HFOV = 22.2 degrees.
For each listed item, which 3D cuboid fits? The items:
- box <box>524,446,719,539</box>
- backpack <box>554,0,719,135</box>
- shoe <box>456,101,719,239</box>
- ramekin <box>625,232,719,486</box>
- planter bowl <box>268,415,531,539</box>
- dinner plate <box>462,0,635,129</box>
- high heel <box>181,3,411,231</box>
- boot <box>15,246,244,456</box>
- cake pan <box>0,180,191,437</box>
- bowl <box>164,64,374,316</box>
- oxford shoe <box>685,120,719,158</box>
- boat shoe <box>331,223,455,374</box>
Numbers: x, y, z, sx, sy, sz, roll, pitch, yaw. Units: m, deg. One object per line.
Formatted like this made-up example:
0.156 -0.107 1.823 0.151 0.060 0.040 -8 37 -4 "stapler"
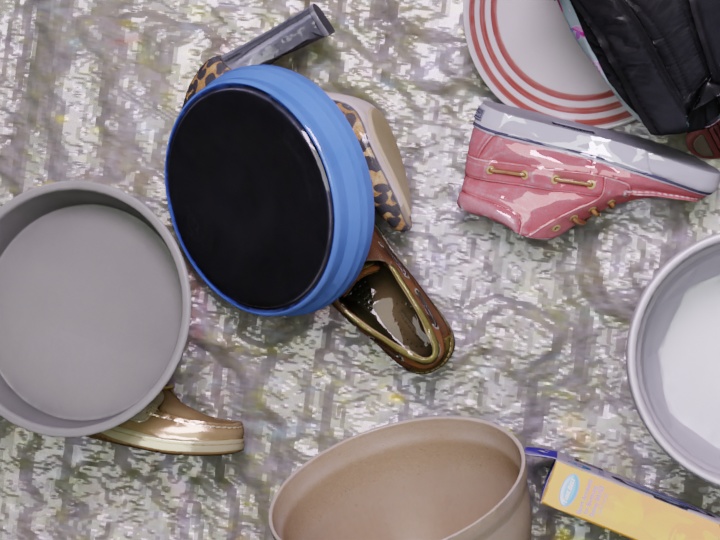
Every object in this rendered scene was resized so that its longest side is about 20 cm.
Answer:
0.215 0.186 1.406 0.200 0.119 0.042 19 89 7 "box"
0.231 -0.207 1.378 0.167 0.127 0.200 -20 109 24 "backpack"
0.178 -0.066 1.455 0.200 0.071 0.091 15 104 1 "shoe"
0.303 0.069 1.411 0.200 0.105 0.201 0 87 5 "ramekin"
0.043 0.219 1.401 0.200 0.200 0.135 -13 113 5 "planter bowl"
0.180 -0.209 1.455 0.200 0.024 0.200 -1 111 -1 "dinner plate"
-0.051 -0.097 1.487 0.142 0.071 0.200 -28 87 16 "high heel"
-0.177 0.063 1.481 0.200 0.073 0.156 12 87 12 "boot"
-0.223 0.031 1.437 0.200 0.037 0.201 -1 85 13 "cake pan"
-0.077 -0.060 1.434 0.200 0.039 0.201 15 113 38 "bowl"
0.341 -0.158 1.452 0.200 0.070 0.075 -29 54 7 "oxford shoe"
0.000 0.000 1.466 0.200 0.068 0.072 42 93 8 "boat shoe"
